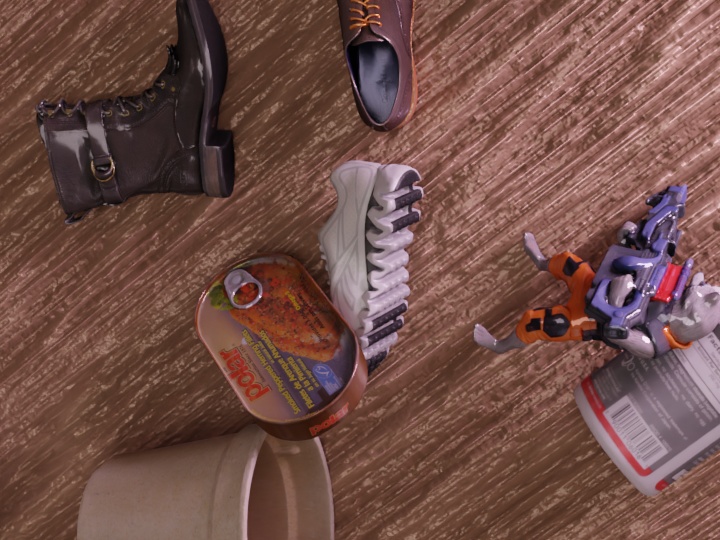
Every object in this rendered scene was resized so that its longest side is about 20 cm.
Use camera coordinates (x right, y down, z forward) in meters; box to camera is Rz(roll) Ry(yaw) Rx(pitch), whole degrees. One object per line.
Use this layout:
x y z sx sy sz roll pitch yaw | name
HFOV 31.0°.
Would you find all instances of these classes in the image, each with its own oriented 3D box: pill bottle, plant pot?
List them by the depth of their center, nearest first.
0.289 0.087 1.094 0.199 0.114 0.114 -39 94 12 | pill bottle
-0.141 0.229 1.156 0.181 0.200 0.204 -4 100 20 | plant pot

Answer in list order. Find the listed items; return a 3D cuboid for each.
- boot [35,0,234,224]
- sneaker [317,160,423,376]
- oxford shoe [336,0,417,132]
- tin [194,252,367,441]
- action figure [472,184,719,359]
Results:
-0.203 -0.142 1.143 0.171 0.069 0.203 -2 102 8 | boot
0.000 0.000 1.148 0.080 0.075 0.203 16 105 25 | sneaker
0.013 -0.218 1.096 0.070 0.073 0.203 -9 99 10 | oxford shoe
-0.070 0.064 1.113 0.111 0.200 0.042 -31 136 -9 | tin
0.215 0.016 1.083 0.191 0.200 0.106 7 129 37 | action figure
